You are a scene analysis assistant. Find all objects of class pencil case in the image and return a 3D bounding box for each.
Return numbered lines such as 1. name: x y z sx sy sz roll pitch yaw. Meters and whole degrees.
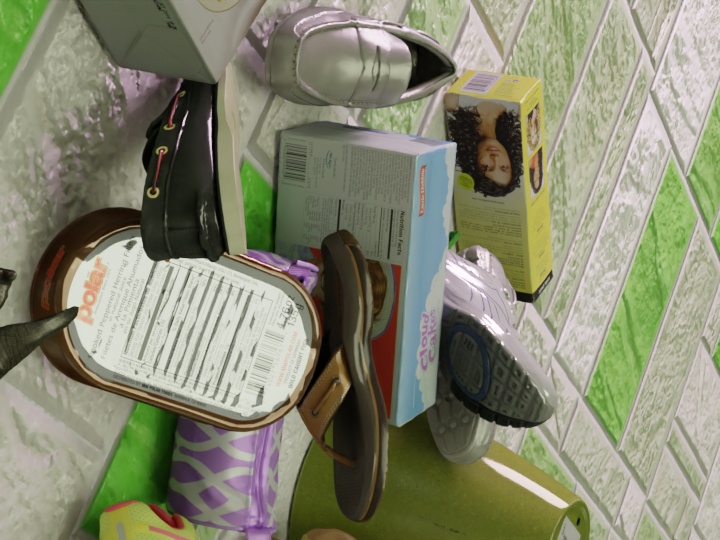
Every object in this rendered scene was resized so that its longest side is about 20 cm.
1. pencil case: -0.078 0.081 1.155 0.084 0.085 0.201 2 99 -53

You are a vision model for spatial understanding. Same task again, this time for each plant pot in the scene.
1. plant pot: 0.075 0.205 1.360 0.187 0.199 0.188 -31 128 -52

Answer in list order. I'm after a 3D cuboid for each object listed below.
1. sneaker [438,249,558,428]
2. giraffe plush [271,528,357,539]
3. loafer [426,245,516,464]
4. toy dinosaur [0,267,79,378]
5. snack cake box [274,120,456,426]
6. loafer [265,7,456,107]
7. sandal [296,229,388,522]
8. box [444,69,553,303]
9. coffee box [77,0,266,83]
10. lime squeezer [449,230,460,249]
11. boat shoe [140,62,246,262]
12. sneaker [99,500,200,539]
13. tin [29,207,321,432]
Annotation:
1. sneaker: 0.086 0.036 1.279 0.087 0.200 0.075 -17 144 -38
2. giraffe plush: -0.036 0.317 1.276 0.163 0.172 0.201 102 6 -50
3. loafer: 0.097 0.071 1.350 0.070 0.070 0.201 38 44 -33
4. toy dinosaur: -0.233 0.048 0.898 0.200 0.077 0.103 -27 136 -61
5. snack cake box: 0.000 0.000 1.231 0.067 0.114 0.201 -22 120 -59
6. loafer: 0.002 -0.151 1.209 0.200 0.069 0.070 -16 115 -58
7. sandal: -0.019 0.074 1.167 0.054 0.082 0.201 -7 100 -18
8. box: 0.122 -0.071 1.470 0.050 0.075 0.201 -48 138 -46
9. coffee box: -0.092 -0.228 1.014 0.201 0.079 0.115 -62 148 -26
10. lime squeezer: 0.036 -0.020 1.387 0.200 0.038 0.071 25 47 -60
11. boat shoe: -0.102 -0.078 1.019 0.202 0.063 0.074 -95 178 -52
12. sneaker: -0.125 0.201 1.132 0.200 0.078 0.091 71 -2 -68
13. tin: -0.109 0.032 1.049 0.199 0.042 0.113 22 81 -36
